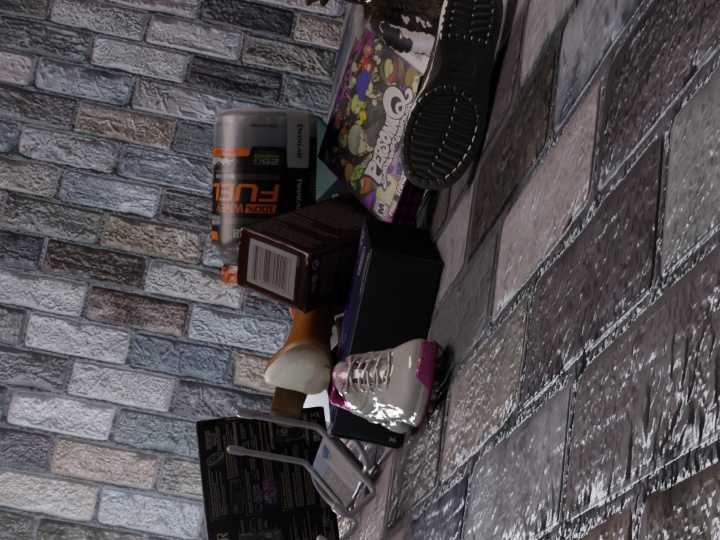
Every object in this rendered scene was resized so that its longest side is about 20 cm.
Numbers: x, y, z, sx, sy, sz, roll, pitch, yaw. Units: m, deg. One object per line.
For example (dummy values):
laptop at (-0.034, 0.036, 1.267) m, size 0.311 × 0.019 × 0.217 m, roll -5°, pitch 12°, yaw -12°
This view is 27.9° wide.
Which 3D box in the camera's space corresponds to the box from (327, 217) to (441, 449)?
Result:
box at (0.022, 0.062, 1.502) m, size 0.141 × 0.078 × 0.201 m, roll -109°, pitch 30°, yaw -74°

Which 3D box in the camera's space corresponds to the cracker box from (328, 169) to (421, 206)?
cracker box at (0.035, -0.188, 1.666) m, size 0.134 × 0.057 × 0.201 m, roll 33°, pitch 116°, yaw 53°

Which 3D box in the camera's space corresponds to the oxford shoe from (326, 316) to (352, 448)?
oxford shoe at (-0.018, 0.134, 1.765) m, size 0.071 × 0.073 × 0.201 m, roll -89°, pitch 11°, yaw -60°

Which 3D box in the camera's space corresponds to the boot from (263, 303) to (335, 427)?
boot at (-0.059, 0.071, 1.582) m, size 0.201 × 0.070 × 0.145 m, roll 112°, pitch 173°, yaw -60°

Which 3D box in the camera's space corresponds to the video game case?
video game case at (0.031, -0.172, 1.589) m, size 0.181 × 0.036 × 0.201 m, roll 49°, pitch 127°, yaw 47°

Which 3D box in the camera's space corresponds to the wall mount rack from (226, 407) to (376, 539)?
wall mount rack at (-0.064, 0.222, 1.630) m, size 0.074 × 0.174 × 0.200 m, roll -37°, pitch -16°, yaw -26°

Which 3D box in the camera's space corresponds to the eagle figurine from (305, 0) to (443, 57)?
eagle figurine at (0.047, -0.303, 1.497) m, size 0.151 × 0.199 × 0.153 m, roll -53°, pitch -35°, yaw -62°

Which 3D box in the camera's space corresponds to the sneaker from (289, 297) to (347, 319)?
sneaker at (0.000, 0.000, 1.733) m, size 0.082 × 0.077 × 0.200 m, roll -19°, pitch 23°, yaw 49°

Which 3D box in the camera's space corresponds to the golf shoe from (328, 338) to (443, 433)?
golf shoe at (0.021, 0.106, 1.345) m, size 0.200 × 0.091 × 0.076 m, roll 120°, pitch 162°, yaw -69°

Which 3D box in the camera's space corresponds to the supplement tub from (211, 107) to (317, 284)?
supplement tub at (-0.111, -0.084, 1.674) m, size 0.123 × 0.122 × 0.202 m, roll -155°, pitch 65°, yaw -84°

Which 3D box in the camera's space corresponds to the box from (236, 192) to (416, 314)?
box at (-0.036, -0.023, 1.593) m, size 0.200 × 0.100 × 0.075 m, roll -23°, pitch -54°, yaw -49°

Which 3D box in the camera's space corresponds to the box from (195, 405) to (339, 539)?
box at (-0.112, 0.273, 1.755) m, size 0.044 × 0.159 × 0.201 m, roll 127°, pitch 136°, yaw -78°

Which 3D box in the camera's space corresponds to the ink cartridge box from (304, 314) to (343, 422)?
ink cartridge box at (-0.038, 0.087, 2.008) m, size 0.147 × 0.085 × 0.201 m, roll 107°, pitch 171°, yaw -48°

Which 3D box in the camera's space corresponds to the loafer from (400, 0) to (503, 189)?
loafer at (0.091, -0.171, 1.340) m, size 0.070 × 0.075 × 0.201 m, roll -59°, pitch -13°, yaw -71°

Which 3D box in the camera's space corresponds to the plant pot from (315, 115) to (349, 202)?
plant pot at (-0.038, -0.093, 1.888) m, size 0.141 × 0.141 × 0.200 m, roll -46°, pitch 20°, yaw 0°
